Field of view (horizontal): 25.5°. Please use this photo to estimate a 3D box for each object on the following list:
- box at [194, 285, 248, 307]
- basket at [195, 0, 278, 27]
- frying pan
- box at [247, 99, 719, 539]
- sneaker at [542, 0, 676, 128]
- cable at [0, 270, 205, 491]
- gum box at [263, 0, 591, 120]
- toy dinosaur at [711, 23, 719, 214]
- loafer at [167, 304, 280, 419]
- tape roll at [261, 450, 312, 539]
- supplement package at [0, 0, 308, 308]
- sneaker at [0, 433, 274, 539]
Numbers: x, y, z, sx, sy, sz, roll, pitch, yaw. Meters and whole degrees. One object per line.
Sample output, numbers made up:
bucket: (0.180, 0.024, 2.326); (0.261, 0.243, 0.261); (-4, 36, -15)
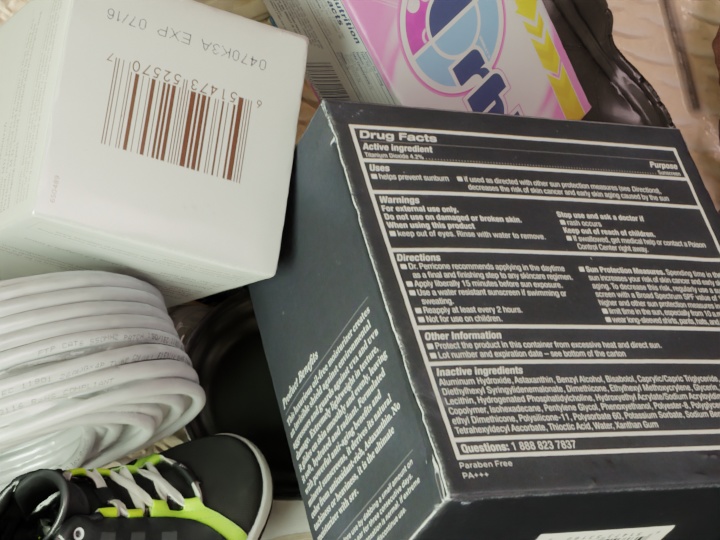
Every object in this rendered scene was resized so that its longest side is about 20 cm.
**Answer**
box: (0.000, 0.000, 0.870); (0.200, 0.064, 0.070); (20, 51, -13)
basket: (-0.061, -0.217, 0.860); (0.176, 0.139, 0.200); (-29, 106, -34)
frying pan: (-0.005, 0.082, 0.812); (0.190, 0.031, 0.115); (32, 68, 0)
box: (0.073, 0.040, 0.715); (0.200, 0.123, 0.198); (2, 54, -27)
sneaker: (0.134, -0.115, 1.014); (0.091, 0.076, 0.200); (-37, 119, 2)
cable: (-0.172, 0.064, 0.713); (0.200, 0.200, 0.069); (6, 60, -61)
gum box: (0.027, -0.130, 0.808); (0.114, 0.066, 0.200); (-46, 122, -28)
toy dinosaur: (0.279, -0.128, 1.100); (0.136, 0.086, 0.200); (-24, 89, -26)
loafer: (-0.032, 0.081, 0.876); (0.200, 0.070, 0.070); (22, 75, -20)
tape roll: (-0.025, 0.194, 0.800); (0.202, 0.071, 0.203); (4, 56, -6)
supplement package: (-0.127, -0.050, 0.755); (0.117, 0.200, 0.117); (14, 75, -29)
sneaker: (-0.116, 0.119, 0.702); (0.200, 0.072, 0.083); (-31, 141, -35)
